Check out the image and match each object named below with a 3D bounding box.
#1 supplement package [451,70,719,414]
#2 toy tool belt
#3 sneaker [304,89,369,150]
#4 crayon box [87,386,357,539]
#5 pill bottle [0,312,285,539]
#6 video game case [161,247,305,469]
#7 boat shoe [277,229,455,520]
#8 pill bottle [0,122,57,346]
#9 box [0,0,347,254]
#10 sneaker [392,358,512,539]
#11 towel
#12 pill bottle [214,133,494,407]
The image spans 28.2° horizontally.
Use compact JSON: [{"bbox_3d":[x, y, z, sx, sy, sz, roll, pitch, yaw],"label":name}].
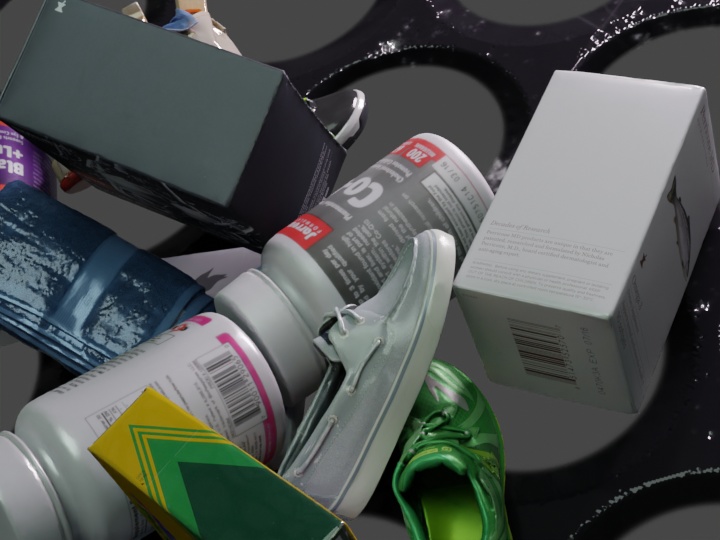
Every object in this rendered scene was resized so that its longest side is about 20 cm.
[{"bbox_3d":[0.163,-0.024,0.998,0.116,0.117,0.202,10,58,29],"label":"supplement package"},{"bbox_3d":[-0.198,-0.165,1.246,0.198,0.125,0.124,-30,86,-14],"label":"toy tool belt"},{"bbox_3d":[-0.089,-0.113,1.187,0.198,0.084,0.072,-25,29,1],"label":"sneaker"},{"bbox_3d":[-0.055,0.179,0.864,0.171,0.201,0.058,27,66,37],"label":"crayon box"},{"bbox_3d":[-0.157,0.118,0.948,0.199,0.115,0.113,-27,43,-31],"label":"pill bottle"},{"bbox_3d":[-0.124,0.068,1.105,0.180,0.022,0.202,-7,50,16],"label":"video game case"},{"bbox_3d":[0.002,0.060,0.944,0.203,0.071,0.070,-68,13,-6],"label":"boat shoe"},{"bbox_3d":[-0.310,-0.039,1.208,0.110,0.112,0.202,-19,48,6],"label":"pill bottle"},{"bbox_3d":[-0.135,-0.101,1.067,0.198,0.182,0.105,21,82,18],"label":"box"},{"bbox_3d":[0.059,0.129,0.938,0.073,0.084,0.202,-20,47,6],"label":"sneaker"},{"bbox_3d":[-0.213,0.015,1.087,0.198,0.049,0.112,29,64,9],"label":"towel"},{"bbox_3d":[0.000,0.000,1.035,0.199,0.115,0.114,-36,48,-17],"label":"pill bottle"}]
